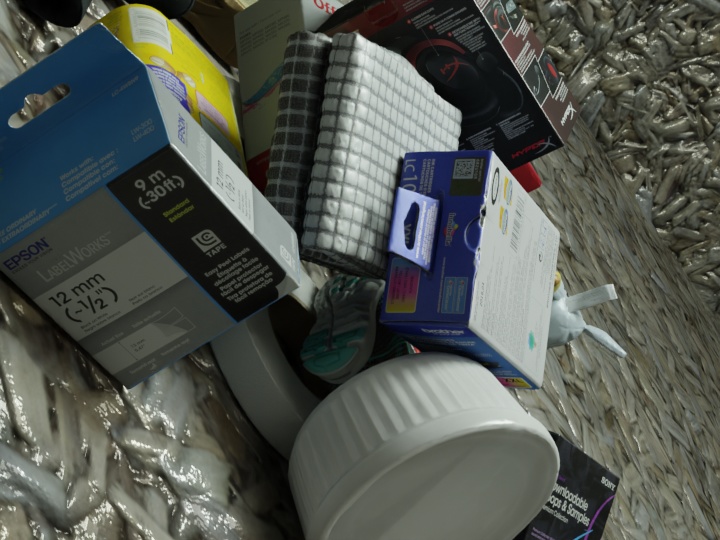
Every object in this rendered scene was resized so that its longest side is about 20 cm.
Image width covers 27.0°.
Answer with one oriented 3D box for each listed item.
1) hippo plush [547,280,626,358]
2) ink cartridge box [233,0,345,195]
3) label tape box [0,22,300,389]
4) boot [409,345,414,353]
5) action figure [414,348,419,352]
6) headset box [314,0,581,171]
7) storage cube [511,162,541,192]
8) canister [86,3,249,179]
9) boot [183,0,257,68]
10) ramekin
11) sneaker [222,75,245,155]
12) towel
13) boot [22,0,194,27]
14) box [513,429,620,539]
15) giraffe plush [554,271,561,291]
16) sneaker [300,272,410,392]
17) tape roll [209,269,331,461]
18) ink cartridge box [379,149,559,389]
[{"bbox_3d":[0.185,0.020,1.731,0.161,0.199,0.160,-88,166,-73],"label":"hippo plush"},{"bbox_3d":[-0.028,-0.131,1.302,0.146,0.083,0.200,23,51,-47],"label":"ink cartridge box"},{"bbox_3d":[-0.152,-0.035,0.933,0.200,0.143,0.066,48,21,-34],"label":"label tape box"},{"bbox_3d":[0.052,0.120,1.298,0.165,0.066,0.200,109,-39,-73],"label":"boot"},{"bbox_3d":[0.000,0.000,1.451,0.065,0.099,0.201,1,83,-73],"label":"action figure"},{"bbox_3d":[0.066,-0.171,1.247,0.200,0.148,0.075,54,34,-17],"label":"headset box"},{"bbox_3d":[0.072,-0.150,1.657,0.171,0.200,0.180,67,12,22],"label":"storage cube"},{"bbox_3d":[-0.145,-0.092,1.141,0.149,0.086,0.200,44,22,-43],"label":"canister"},{"bbox_3d":[-0.156,-0.311,1.474,0.200,0.073,0.156,47,22,-39],"label":"boot"},{"bbox_3d":[0.039,0.146,1.106,0.202,0.202,0.094,37,18,-51],"label":"ramekin"},{"bbox_3d":[-0.087,-0.077,1.327,0.200,0.073,0.085,44,40,-33],"label":"sneaker"},{"bbox_3d":[0.000,-0.078,1.139,0.200,0.085,0.166,21,74,-63],"label":"towel"},{"bbox_3d":[-0.212,-0.245,1.225,0.165,0.066,0.200,45,18,-18],"label":"boot"},{"bbox_3d":[0.162,0.254,1.329,0.143,0.036,0.200,36,68,-51],"label":"box"},{"bbox_3d":[0.116,0.012,1.560,0.200,0.162,0.173,58,17,-6],"label":"giraffe plush"},{"bbox_3d":[0.007,0.056,1.241,0.091,0.077,0.200,59,26,-20],"label":"sneaker"},{"bbox_3d":[-0.056,0.068,1.211,0.203,0.037,0.203,51,19,-25],"label":"tape roll"},{"bbox_3d":[0.081,-0.003,1.127,0.200,0.076,0.137,41,54,-60],"label":"ink cartridge box"}]
